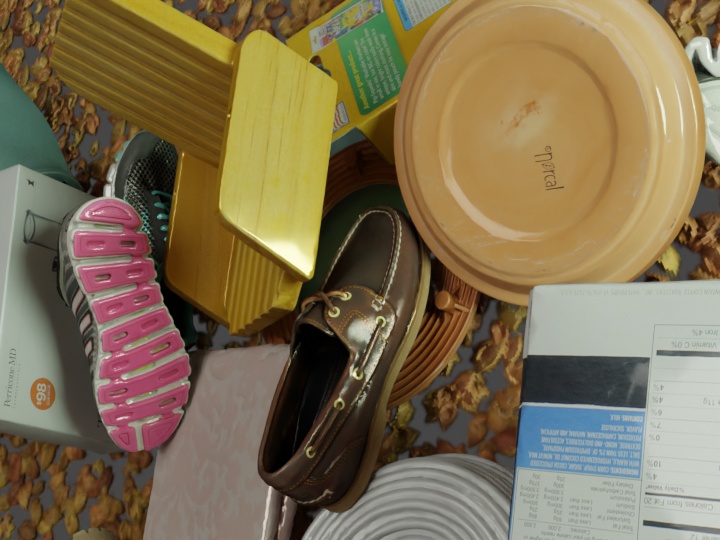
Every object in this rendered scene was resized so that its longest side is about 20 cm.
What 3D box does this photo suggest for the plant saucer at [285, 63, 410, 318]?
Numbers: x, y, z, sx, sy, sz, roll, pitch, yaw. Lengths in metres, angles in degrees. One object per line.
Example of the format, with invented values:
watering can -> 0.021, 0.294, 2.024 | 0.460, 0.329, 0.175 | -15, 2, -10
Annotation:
plant saucer -> -0.029, -0.060, 0.882 | 0.198, 0.027, 0.203 | -15, 65, 36

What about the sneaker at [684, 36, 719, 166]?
sneaker -> 0.149, -0.081, 0.717 | 0.198, 0.075, 0.082 | -10, 77, 37

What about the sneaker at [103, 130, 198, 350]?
sneaker -> -0.157, -0.018, 0.942 | 0.090, 0.077, 0.203 | -8, 77, 40

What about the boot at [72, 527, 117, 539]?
boot -> -0.242, 0.308, 0.903 | 0.200, 0.075, 0.107 | -49, 56, 14

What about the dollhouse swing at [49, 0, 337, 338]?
dollhouse swing -> -0.130, -0.068, 0.782 | 0.200, 0.174, 0.184 | 151, 128, -66

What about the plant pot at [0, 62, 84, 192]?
plant pot -> -0.355, -0.082, 1.062 | 0.187, 0.199, 0.201 | 39, 101, 25

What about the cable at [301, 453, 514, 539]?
cable -> 0.042, 0.209, 0.701 | 0.199, 0.069, 0.202 | 34, 97, 41

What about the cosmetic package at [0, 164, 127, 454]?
cosmetic package -> -0.242, 0.036, 0.942 | 0.051, 0.150, 0.203 | -13, 67, 35

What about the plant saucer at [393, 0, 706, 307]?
plant saucer -> 0.104, -0.077, 0.694 | 0.198, 0.032, 0.203 | 6, 101, 33

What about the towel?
towel -> -0.097, 0.150, 0.827 | 0.199, 0.032, 0.194 | -10, 69, 57

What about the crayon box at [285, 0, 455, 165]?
crayon box -> 0.051, -0.162, 0.804 | 0.199, 0.052, 0.127 | -31, 48, 16

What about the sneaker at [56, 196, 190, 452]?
sneaker -> -0.180, 0.035, 0.867 | 0.087, 0.073, 0.203 | 31, 135, 60

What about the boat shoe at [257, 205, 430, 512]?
boat shoe -> -0.010, 0.047, 0.731 | 0.070, 0.070, 0.203 | -7, 62, 45

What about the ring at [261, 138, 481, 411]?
ring -> 0.000, 0.000, 0.808 | 0.199, 0.019, 0.203 | -15, 65, 36

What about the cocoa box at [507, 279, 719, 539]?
cocoa box -> 0.174, 0.093, 0.545 | 0.132, 0.199, 0.133 | -2, 74, 38
